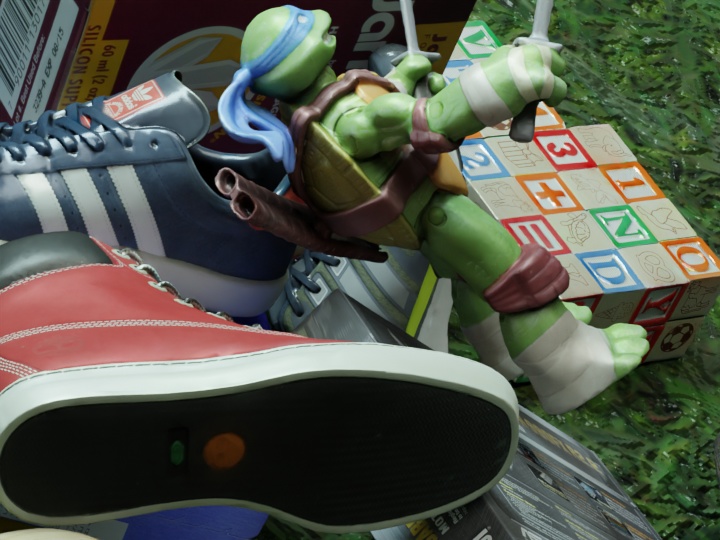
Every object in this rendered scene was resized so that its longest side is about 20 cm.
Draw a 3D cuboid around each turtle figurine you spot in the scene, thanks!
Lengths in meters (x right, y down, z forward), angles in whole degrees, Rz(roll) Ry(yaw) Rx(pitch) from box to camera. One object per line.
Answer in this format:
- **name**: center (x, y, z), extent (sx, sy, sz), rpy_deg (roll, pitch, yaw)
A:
- **turtle figurine**: center (0.053, -0.055, 1.158), extent (0.194, 0.143, 0.200), rpy_deg (56, 47, -19)

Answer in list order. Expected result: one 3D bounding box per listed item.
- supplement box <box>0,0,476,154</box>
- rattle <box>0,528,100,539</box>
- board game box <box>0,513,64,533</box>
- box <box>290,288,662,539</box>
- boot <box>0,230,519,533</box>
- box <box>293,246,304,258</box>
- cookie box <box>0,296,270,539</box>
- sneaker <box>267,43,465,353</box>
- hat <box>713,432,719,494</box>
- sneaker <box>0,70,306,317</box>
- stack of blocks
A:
- **supplement box**: center (-0.060, -0.111, 1.274), extent (0.199, 0.111, 0.086), rpy_deg (-7, 48, -32)
- **rattle**: center (-0.106, 0.166, 1.041), extent (0.199, 0.142, 0.131), rpy_deg (20, 66, -33)
- **board game box**: center (-0.137, 0.168, 1.093), extent (0.199, 0.057, 0.166), rpy_deg (23, 35, -4)
- **box**: center (0.065, 0.106, 1.165), extent (0.200, 0.048, 0.159), rpy_deg (33, 15, -47)
- **boot**: center (-0.048, 0.030, 1.066), extent (0.198, 0.073, 0.145), rpy_deg (2, 29, -16)
- **box**: center (-0.062, -0.104, 1.429), extent (0.102, 0.095, 0.200), rpy_deg (-6, 47, -33)
- **cookie box**: center (-0.126, 0.028, 1.204), extent (0.170, 0.076, 0.200), rpy_deg (17, 23, -19)
- **sneaker**: center (0.000, 0.000, 1.274), extent (0.080, 0.202, 0.074), rpy_deg (2, 13, -11)
- **hat**: center (0.207, 0.119, 1.321), extent (0.081, 0.201, 0.201), rpy_deg (-26, 50, 1)
- **sneaker**: center (-0.110, -0.046, 1.170), extent (0.199, 0.085, 0.075), rpy_deg (12, 25, -29)
- **stack of blocks**: center (0.080, -0.039, 1.468), extent (0.115, 0.059, 0.200), rpy_deg (-8, 48, -37)
